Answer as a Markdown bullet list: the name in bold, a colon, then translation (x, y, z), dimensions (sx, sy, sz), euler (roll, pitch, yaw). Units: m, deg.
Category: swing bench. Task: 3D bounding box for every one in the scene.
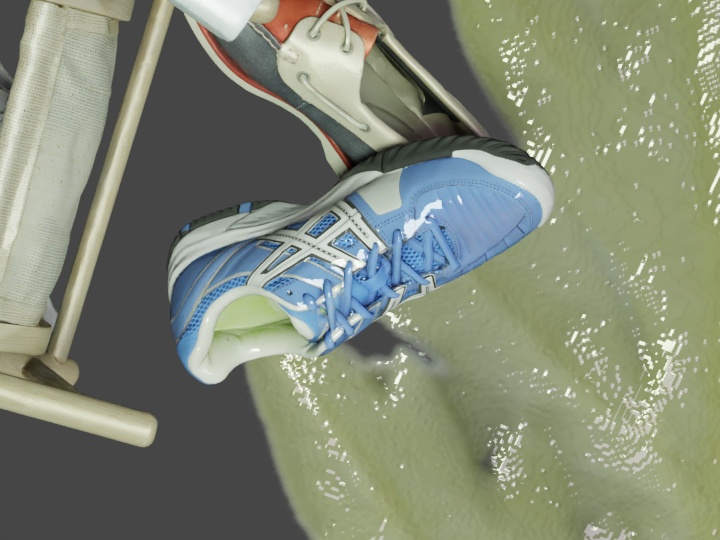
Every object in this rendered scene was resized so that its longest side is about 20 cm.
- **swing bench**: translation (-0.167, -0.053, 1.071), dimensions (0.200, 0.130, 0.199), euler (16, 93, -25)

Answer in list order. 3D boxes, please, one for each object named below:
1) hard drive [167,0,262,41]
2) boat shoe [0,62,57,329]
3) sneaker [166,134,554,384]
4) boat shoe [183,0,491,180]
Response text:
- **hard drive**: translation (-0.093, -0.198, 0.995), dimensions (0.200, 0.027, 0.132), euler (35, 89, -21)
- **boat shoe**: translation (-0.170, -0.057, 1.177), dimensions (0.086, 0.075, 0.202), euler (-14, 110, -10)
- **sneaker**: translation (0.000, 0.000, 1.194), dimensions (0.200, 0.077, 0.076), euler (-21, 130, 23)
- **boat shoe**: translation (-0.009, -0.097, 1.202), dimensions (0.200, 0.063, 0.071), euler (48, 50, -24)
